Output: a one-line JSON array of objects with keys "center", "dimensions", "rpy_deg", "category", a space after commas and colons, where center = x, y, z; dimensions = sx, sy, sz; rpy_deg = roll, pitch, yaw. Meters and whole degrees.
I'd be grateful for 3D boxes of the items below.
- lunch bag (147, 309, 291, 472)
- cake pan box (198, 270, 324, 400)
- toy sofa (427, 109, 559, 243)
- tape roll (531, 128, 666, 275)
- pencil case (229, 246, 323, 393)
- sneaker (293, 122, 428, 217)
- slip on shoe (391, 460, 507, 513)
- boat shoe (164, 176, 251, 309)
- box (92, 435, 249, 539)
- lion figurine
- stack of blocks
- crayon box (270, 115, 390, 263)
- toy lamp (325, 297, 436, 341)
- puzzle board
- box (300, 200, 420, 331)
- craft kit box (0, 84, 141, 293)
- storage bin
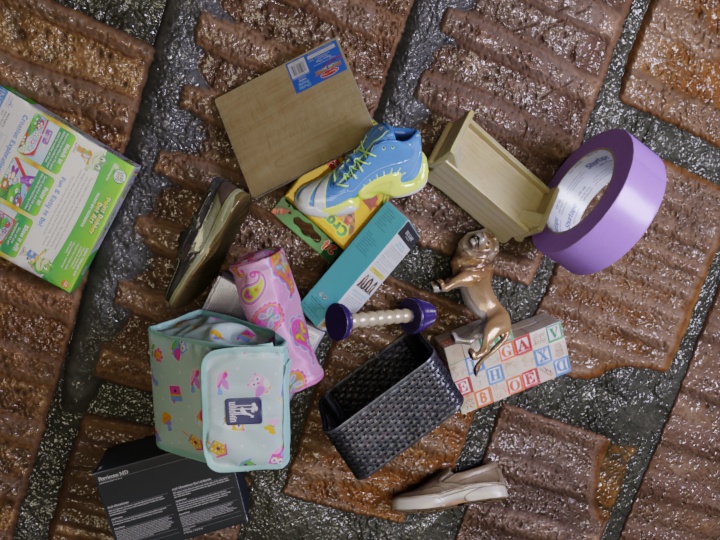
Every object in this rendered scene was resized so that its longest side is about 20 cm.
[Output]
[{"center": [-0.174, 0.157, 0.762], "dimensions": [0.195, 0.121, 0.176], "rpy_deg": [9, 105, 29], "category": "lunch bag"}, {"center": [-0.172, 0.126, 0.882], "dimensions": [0.181, 0.052, 0.204], "rpy_deg": [27, 95, -15], "category": "cake pan box"}, {"center": [0.195, -0.136, 0.889], "dimensions": [0.198, 0.097, 0.084], "rpy_deg": [36, 69, -14], "category": "toy sofa"}, {"center": [0.339, -0.099, 0.850], "dimensions": [0.064, 0.200, 0.204], "rpy_deg": [28, 95, -13], "category": "tape roll"}, {"center": [-0.117, 0.072, 0.818], "dimensions": [0.085, 0.087, 0.206], "rpy_deg": [-18, 103, -5], "category": "pencil case"}, {"center": [0.000, -0.144, 0.785], "dimensions": [0.195, 0.076, 0.107], "rpy_deg": [-18, 131, -18], "category": "sneaker"}, {"center": [0.145, 0.363, 0.978], "dimensions": [0.193, 0.077, 0.062], "rpy_deg": [-9, 62, 0], "category": "slip on shoe"}, {"center": [-0.227, -0.039, 0.838], "dimensions": [0.064, 0.073, 0.202], "rpy_deg": [37, 101, 11], "category": "boat shoe"}, {"center": [-0.279, 0.324, 0.886], "dimensions": [0.194, 0.079, 0.146], "rpy_deg": [-13, 105, -7], "category": "box"}, {"center": [0.184, 0.044, 0.895], "dimensions": [0.119, 0.072, 0.206], "rpy_deg": [-19, 84, -14], "category": "lion figurine"}, {"center": [0.229, 0.135, 0.947], "dimensions": [0.194, 0.059, 0.119], "rpy_deg": [-19, 103, -6], "category": "stack of blocks"}, {"center": [-0.025, -0.123, 0.861], "dimensions": [0.126, 0.051, 0.202], "rpy_deg": [38, 93, -14], "category": "crayon box"}, {"center": [0.038, 0.071, 0.865], "dimensions": [0.196, 0.057, 0.060], "rpy_deg": [-2, 103, -41], "category": "toy lamp"}, {"center": [-0.091, -0.212, 0.820], "dimensions": [0.195, 0.017, 0.155], "rpy_deg": [-24, 84, 5], "category": "puzzle board"}, {"center": [0.000, 0.000, 0.866], "dimensions": [0.049, 0.082, 0.201], "rpy_deg": [41, 91, 23], "category": "box"}, {"center": [-0.435, -0.107, 0.799], "dimensions": [0.194, 0.049, 0.203], "rpy_deg": [31, 94, -11], "category": "craft kit box"}, {"center": [0.042, 0.198, 0.887], "dimensions": [0.197, 0.135, 0.095], "rpy_deg": [-35, 104, -2], "category": "storage bin"}]
